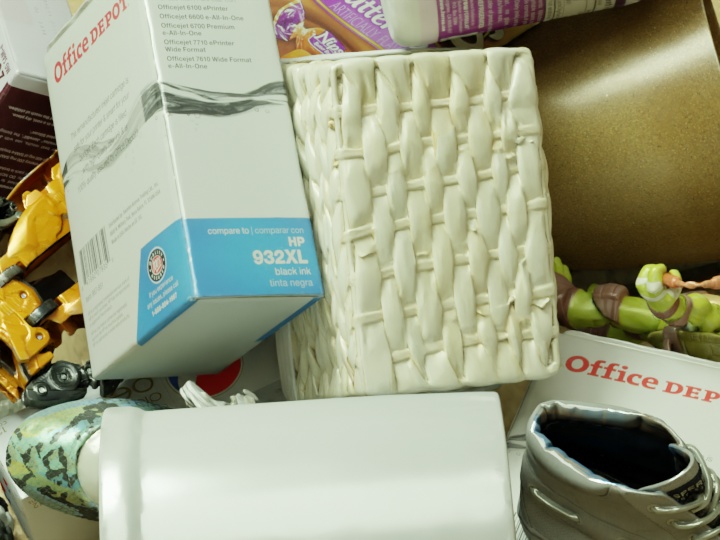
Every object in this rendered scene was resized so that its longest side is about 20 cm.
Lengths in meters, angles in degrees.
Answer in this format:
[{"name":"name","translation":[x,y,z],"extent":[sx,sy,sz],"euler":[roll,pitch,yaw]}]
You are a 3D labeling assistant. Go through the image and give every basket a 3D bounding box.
[{"name":"basket","translation":[0.027,-0.026,1.585],"extent":[0.135,0.123,0.201],"euler":[-6,90,-18]}]

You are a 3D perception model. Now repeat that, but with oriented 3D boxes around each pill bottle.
[{"name":"pill bottle","translation":[0.106,-0.198,1.625],"extent":[0.199,0.112,0.112],"euler":[-12,49,-2]}]

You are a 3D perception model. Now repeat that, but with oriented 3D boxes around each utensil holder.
[{"name":"utensil holder","translation":[-0.023,0.145,1.437],"extent":[0.199,0.170,0.170],"euler":[-5,49,1]}]

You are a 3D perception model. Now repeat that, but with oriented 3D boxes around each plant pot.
[{"name":"plant pot","translation":[0.129,-0.076,1.719],"extent":[0.199,0.187,0.187],"euler":[-15,48,11]}]

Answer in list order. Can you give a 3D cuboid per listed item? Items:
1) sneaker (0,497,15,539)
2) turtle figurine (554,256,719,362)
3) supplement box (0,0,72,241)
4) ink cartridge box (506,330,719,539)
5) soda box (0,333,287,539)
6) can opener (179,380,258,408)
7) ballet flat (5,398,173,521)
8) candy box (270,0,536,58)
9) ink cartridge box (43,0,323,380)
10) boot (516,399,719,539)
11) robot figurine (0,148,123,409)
[{"name":"sneaker","translation":[-0.268,0.117,1.677],"extent":[0.081,0.075,0.200],"euler":[-38,51,-5]},{"name":"turtle figurine","translation":[0.191,0.032,1.649],"extent":[0.161,0.200,0.065],"euler":[4,86,37]},{"name":"supplement box","translation":[-0.242,-0.078,1.753],"extent":[0.061,0.200,0.109],"euler":[13,38,-34]},{"name":"ink cartridge box","translation":[0.144,0.145,1.574],"extent":[0.146,0.083,0.200],"euler":[12,54,18]},{"name":"soda box","translation":[-0.112,0.090,1.669],"extent":[0.200,0.068,0.064],"euler":[-25,50,-13]},{"name":"can opener","translation":[-0.032,0.130,1.562],"extent":[0.067,0.200,0.053],"euler":[-51,21,4]},{"name":"ballet flat","translation":[-0.095,0.112,1.596],"extent":[0.199,0.074,0.074],"euler":[8,47,-18]},{"name":"candy box","translation":[0.015,-0.159,1.708],"extent":[0.200,0.117,0.056],"euler":[-34,10,-3]},{"name":"ink cartridge box","translation":[-0.102,-0.056,1.596],"extent":[0.084,0.145,0.201],"euler":[-2,72,-28]},{"name":"boot","translation":[0.169,0.133,1.464],"extent":[0.200,0.096,0.074],"euler":[20,56,19]},{"name":"robot figurine","translation":[-0.166,-0.001,1.669],"extent":[0.145,0.058,0.200],"euler":[44,57,7]}]
